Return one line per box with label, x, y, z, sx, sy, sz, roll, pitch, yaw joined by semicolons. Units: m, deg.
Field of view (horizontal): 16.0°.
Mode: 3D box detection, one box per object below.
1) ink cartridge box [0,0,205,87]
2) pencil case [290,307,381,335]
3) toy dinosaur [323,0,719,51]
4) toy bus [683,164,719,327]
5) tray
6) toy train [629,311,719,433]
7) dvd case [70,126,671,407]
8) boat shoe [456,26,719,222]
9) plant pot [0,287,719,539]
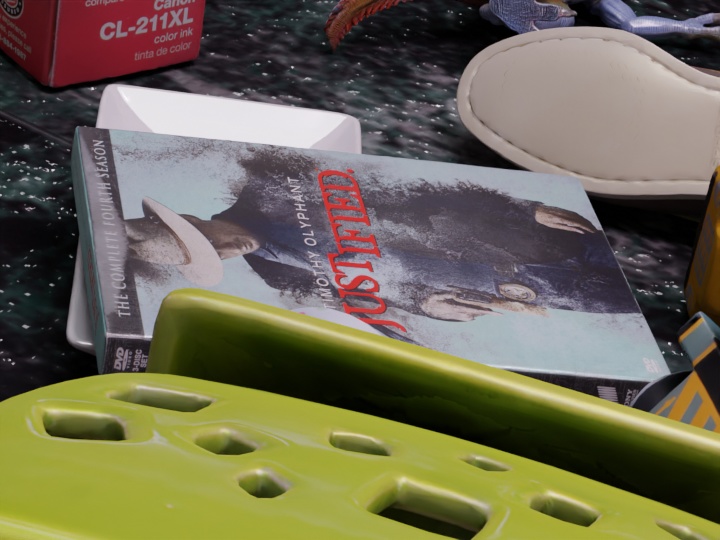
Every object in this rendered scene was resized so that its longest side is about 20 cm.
ink cartridge box;-0.127;-0.201;1.084;0.083;0.200;0.146;-14;38;-35
pencil case;-0.063;0.078;0.746;0.091;0.083;0.200;-14;9;44
toy dinosaur;0.094;-0.159;1.202;0.200;0.105;0.181;1;8;8
toy bus;0.228;0.012;0.965;0.200;0.065;0.078;8;32;-5
tray;-0.051;-0.012;0.962;0.107;0.022;0.200;6;30;-5
toy train;0.139;0.073;0.790;0.085;0.114;0.200;42;13;-26
dvd case;0.000;0.000;0.915;0.200;0.022;0.146;5;31;-13
boat shoe;0.138;-0.053;1.053;0.200;0.072;0.060;9;-14;24
plant pot;0.000;0.122;0.584;0.199;0.200;0.182;15;24;10
